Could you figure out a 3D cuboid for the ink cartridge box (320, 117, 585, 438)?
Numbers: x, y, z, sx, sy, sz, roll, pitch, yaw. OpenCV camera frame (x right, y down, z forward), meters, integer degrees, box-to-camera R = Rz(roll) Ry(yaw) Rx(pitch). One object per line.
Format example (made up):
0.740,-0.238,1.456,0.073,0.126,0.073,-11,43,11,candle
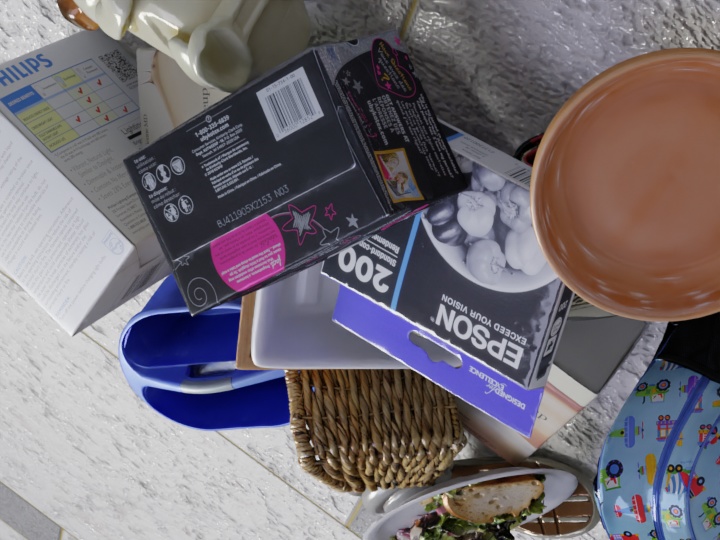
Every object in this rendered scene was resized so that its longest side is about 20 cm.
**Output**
0.065,0.001,1.558,0.197,0.043,0.201,29,120,27,ink cartridge box

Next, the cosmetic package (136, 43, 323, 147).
-0.090,-0.132,1.716,0.199,0.073,0.104,6,104,44,cosmetic package

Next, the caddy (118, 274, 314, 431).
-0.121,0.074,1.904,0.199,0.105,0.142,-6,125,27,caddy

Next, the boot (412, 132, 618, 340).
0.119,-0.028,1.595,0.202,0.074,0.154,-10,131,11,boot

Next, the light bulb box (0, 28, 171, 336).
-0.237,-0.082,1.821,0.200,0.198,0.125,44,123,7,light bulb box

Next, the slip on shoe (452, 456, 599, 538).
0.149,0.213,2.007,0.199,0.077,0.060,-4,177,38,slip on shoe

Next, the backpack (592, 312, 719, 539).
0.268,0.138,1.587,0.134,0.200,0.183,16,144,37,backpack

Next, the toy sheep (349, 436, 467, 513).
0.030,0.161,1.990,0.201,0.137,0.138,64,160,20,toy sheep

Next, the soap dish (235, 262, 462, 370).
0.000,0.000,1.693,0.081,0.198,0.158,-123,36,-62,soap dish

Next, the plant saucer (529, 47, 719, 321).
0.211,-0.060,1.427,0.198,0.038,0.201,-1,120,-2,plant saucer

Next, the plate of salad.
0.100,0.223,1.879,0.200,0.199,0.048,114,142,-62,plate of salad

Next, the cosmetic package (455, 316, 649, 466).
0.146,0.077,1.767,0.103,0.087,0.200,38,153,3,cosmetic package

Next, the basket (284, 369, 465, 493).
-0.011,0.087,1.814,0.143,0.148,0.201,124,139,-65,basket

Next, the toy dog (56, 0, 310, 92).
-0.137,-0.219,1.568,0.199,0.140,0.194,25,178,25,toy dog

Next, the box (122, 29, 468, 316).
-0.048,-0.071,1.521,0.199,0.115,0.133,-26,87,35,box
